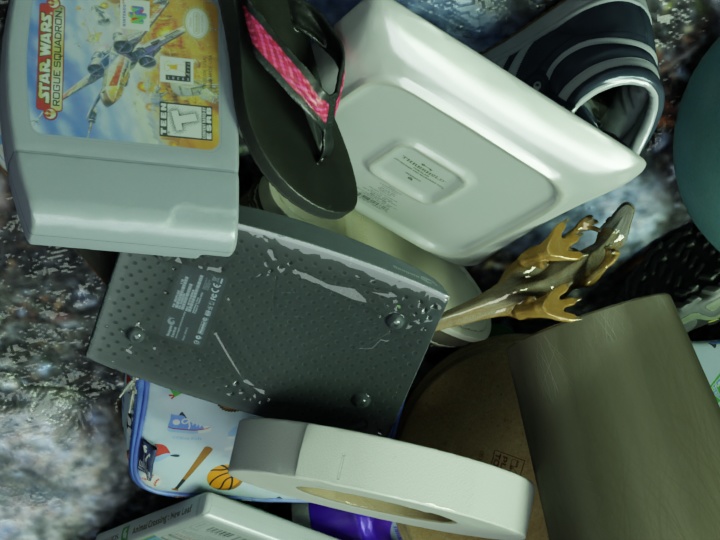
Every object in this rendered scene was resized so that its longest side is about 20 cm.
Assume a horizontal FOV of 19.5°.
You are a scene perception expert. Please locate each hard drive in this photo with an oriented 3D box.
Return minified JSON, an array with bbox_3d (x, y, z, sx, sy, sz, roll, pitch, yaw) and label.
[{"bbox_3d":[-0.058,0.025,1.292,0.199,0.042,0.135,16,123,-9],"label":"hard drive"}]

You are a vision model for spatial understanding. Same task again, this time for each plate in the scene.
[{"bbox_3d":[0.039,-0.070,1.268,0.199,0.033,0.200,29,151,-19],"label":"plate"}]

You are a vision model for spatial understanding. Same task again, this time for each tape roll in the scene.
[{"bbox_3d":[0.013,0.135,1.351,0.201,0.037,0.203,13,169,2],"label":"tape roll"}]

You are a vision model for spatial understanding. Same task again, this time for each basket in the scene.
[{"bbox_3d":[0.175,0.127,1.327,0.136,0.201,0.180,-25,170,37],"label":"basket"}]

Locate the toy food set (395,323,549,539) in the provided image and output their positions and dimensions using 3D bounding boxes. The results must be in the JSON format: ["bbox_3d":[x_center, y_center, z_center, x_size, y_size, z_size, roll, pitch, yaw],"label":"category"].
[{"bbox_3d":[0.107,0.138,1.454,0.197,0.202,0.049,1,175,25],"label":"toy food set"}]

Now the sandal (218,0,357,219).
[{"bbox_3d":[-0.041,-0.127,1.178,0.045,0.201,0.075,-20,174,36],"label":"sandal"}]

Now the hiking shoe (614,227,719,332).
[{"bbox_3d":[0.273,0.011,1.436,0.199,0.076,0.101,-28,128,14],"label":"hiking shoe"}]

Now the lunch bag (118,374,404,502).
[{"bbox_3d":[-0.070,0.084,1.446,0.198,0.076,0.161,3,130,-14],"label":"lunch bag"}]

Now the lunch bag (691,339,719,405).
[{"bbox_3d":[0.275,0.126,1.509,0.169,0.125,0.200,-1,162,-12],"label":"lunch bag"}]

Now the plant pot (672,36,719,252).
[{"bbox_3d":[0.306,-0.063,1.290,0.198,0.135,0.202,-3,112,-6],"label":"plant pot"}]

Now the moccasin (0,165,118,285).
[{"bbox_3d":[-0.159,-0.036,1.322,0.074,0.078,0.201,-44,123,9],"label":"moccasin"}]

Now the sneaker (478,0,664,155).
[{"bbox_3d":[0.101,-0.086,1.291,0.200,0.109,0.070,-36,129,22],"label":"sneaker"}]

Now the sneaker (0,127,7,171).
[{"bbox_3d":[-0.128,-0.113,1.231,0.199,0.073,0.072,-23,175,-25],"label":"sneaker"}]

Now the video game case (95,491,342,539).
[{"bbox_3d":[-0.072,0.217,1.546,0.199,0.022,0.182,23,153,-26],"label":"video game case"}]

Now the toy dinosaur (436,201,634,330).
[{"bbox_3d":[0.100,0.015,1.321,0.199,0.061,0.106,-22,176,-16],"label":"toy dinosaur"}]

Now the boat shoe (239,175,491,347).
[{"bbox_3d":[0.000,0.000,1.382,0.199,0.072,0.059,30,130,-30],"label":"boat shoe"}]

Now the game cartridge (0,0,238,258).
[{"bbox_3d":[-0.134,-0.107,1.170,0.132,0.201,0.042,6,155,-19],"label":"game cartridge"}]

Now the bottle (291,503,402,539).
[{"bbox_3d":[0.049,0.168,1.546,0.198,0.066,0.084,-14,128,8],"label":"bottle"}]
